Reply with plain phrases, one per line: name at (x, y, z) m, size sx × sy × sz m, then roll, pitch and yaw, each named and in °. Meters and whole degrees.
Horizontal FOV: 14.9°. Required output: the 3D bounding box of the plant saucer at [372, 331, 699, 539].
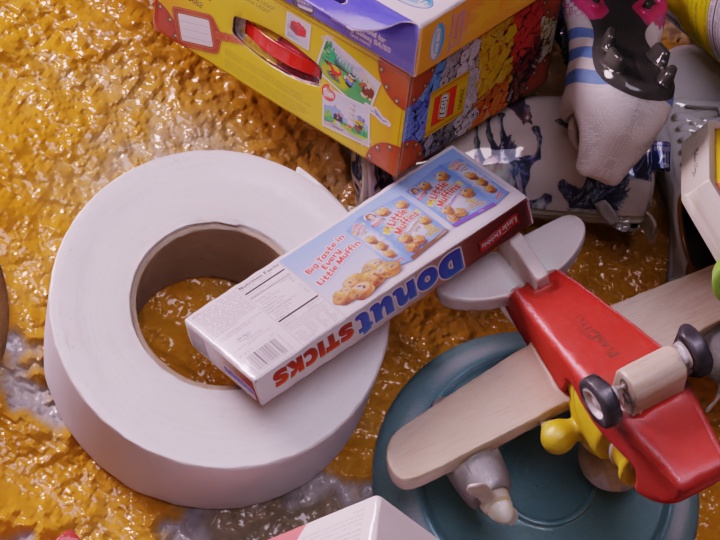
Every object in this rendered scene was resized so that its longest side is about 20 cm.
plant saucer at (0.107, 0.124, 1.624) m, size 0.198 × 0.027 × 0.202 m, roll 4°, pitch 65°, yaw -9°

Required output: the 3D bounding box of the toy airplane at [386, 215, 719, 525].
toy airplane at (0.130, 0.063, 1.580) m, size 0.198 × 0.142 × 0.200 m, roll 0°, pitch 39°, yaw 20°

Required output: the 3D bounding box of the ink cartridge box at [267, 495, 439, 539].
ink cartridge box at (-0.023, 0.234, 1.473) m, size 0.067 × 0.116 × 0.201 m, roll 39°, pitch 43°, yaw -32°

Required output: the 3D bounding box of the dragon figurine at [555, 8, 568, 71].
dragon figurine at (0.091, -0.163, 1.735) m, size 0.199 × 0.059 × 0.100 m, roll 18°, pitch 63°, yaw -3°

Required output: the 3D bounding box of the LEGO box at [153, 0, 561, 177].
LEGO box at (-0.002, -0.159, 1.655) m, size 0.199 × 0.078 × 0.149 m, roll 32°, pitch 45°, yaw 27°

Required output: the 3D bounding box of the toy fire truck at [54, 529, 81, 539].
toy fire truck at (-0.183, 0.221, 1.517) m, size 0.141 × 0.049 × 0.200 m, roll -36°, pitch 77°, yaw -22°

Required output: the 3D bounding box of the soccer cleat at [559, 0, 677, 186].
soccer cleat at (0.144, -0.123, 1.646) m, size 0.069 × 0.087 × 0.200 m, roll 19°, pitch 28°, yaw -8°

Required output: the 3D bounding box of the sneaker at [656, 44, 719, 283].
sneaker at (0.220, -0.062, 1.697) m, size 0.072 × 0.085 × 0.201 m, roll 0°, pitch 64°, yaw -8°

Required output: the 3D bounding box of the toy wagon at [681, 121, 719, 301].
toy wagon at (0.261, -0.002, 1.595) m, size 0.200 × 0.040 × 0.156 m, roll 39°, pitch 30°, yaw -19°

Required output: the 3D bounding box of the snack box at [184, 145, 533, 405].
snack box at (0.000, 0.000, 1.568) m, size 0.199 × 0.024 × 0.072 m, roll -33°, pitch 45°, yaw -21°

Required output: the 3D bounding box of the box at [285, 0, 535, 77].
box at (0.036, -0.182, 1.598) m, size 0.119 × 0.042 × 0.200 m, roll 32°, pitch 48°, yaw 27°

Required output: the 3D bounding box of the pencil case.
pencil case at (0.085, -0.063, 1.678) m, size 0.198 × 0.078 × 0.090 m, roll -1°, pitch 50°, yaw -10°

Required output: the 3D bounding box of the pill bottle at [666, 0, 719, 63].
pill bottle at (0.265, -0.163, 1.693) m, size 0.109 × 0.110 × 0.200 m, roll -22°, pitch 39°, yaw -18°

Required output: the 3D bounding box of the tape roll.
tape roll at (-0.084, 0.033, 1.609) m, size 0.201 × 0.071 × 0.204 m, roll 4°, pitch 65°, yaw -7°

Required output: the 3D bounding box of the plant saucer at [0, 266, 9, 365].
plant saucer at (-0.303, 0.019, 1.598) m, size 0.198 × 0.035 × 0.202 m, roll 4°, pitch 65°, yaw -8°
